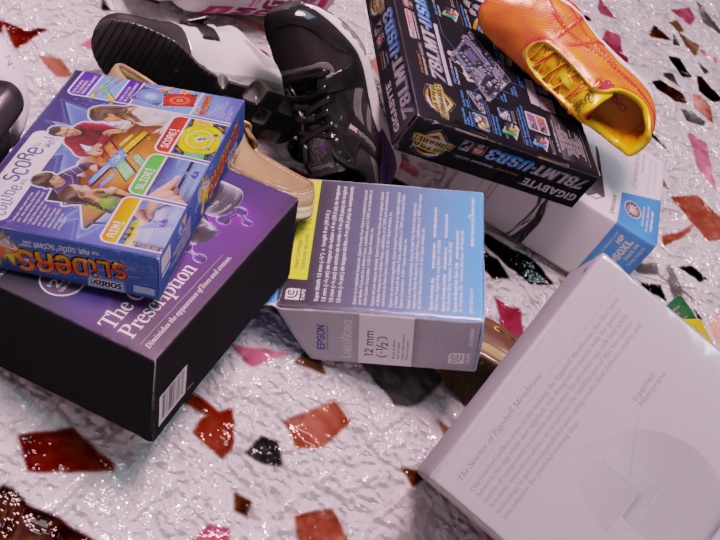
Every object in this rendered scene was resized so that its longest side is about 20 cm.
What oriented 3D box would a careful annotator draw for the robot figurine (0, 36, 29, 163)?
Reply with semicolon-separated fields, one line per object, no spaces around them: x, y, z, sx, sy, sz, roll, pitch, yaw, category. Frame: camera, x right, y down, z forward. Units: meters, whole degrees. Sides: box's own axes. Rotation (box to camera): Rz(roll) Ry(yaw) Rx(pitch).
-0.302;-0.086;0.755;0.149;0.125;0.201;29;55;-1;robot figurine

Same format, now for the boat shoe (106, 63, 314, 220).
-0.122;-0.101;0.911;0.197;0.067;0.074;23;18;4;boat shoe

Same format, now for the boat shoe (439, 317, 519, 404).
0.160;0.106;0.959;0.199;0.072;0.068;34;44;0;boat shoe

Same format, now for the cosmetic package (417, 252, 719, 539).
0.178;0.133;0.842;0.199;0.123;0.200;40;84;2;cosmetic package

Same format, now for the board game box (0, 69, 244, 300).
-0.168;-0.066;0.791;0.133;0.035;0.201;11;38;6;board game box

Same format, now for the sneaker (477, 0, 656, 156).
0.189;-0.180;1.032;0.198;0.073;0.078;32;36;-12;sneaker

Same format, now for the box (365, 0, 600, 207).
0.106;-0.168;1.048;0.196;0.050;0.202;14;47;-28;box

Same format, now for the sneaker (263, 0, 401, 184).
-0.024;-0.128;0.978;0.201;0.075;0.088;58;36;-35;sneaker

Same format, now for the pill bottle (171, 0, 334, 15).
-0.121;-0.298;1.089;0.198;0.114;0.114;-6;57;-37;pill bottle

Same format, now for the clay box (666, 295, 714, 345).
0.269;0.133;0.979;0.047;0.115;0.202;0;53;-34;clay box

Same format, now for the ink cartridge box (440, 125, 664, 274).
0.192;-0.091;1.144;0.198;0.085;0.145;30;41;-7;ink cartridge box

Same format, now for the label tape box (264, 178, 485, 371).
0.000;0.000;0.935;0.196;0.067;0.145;3;46;3;label tape box

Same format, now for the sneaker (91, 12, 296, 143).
-0.142;-0.180;1.006;0.198;0.074;0.089;21;42;-34;sneaker

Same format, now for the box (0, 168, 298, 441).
-0.149;0.002;0.805;0.139;0.080;0.200;20;40;14;box
